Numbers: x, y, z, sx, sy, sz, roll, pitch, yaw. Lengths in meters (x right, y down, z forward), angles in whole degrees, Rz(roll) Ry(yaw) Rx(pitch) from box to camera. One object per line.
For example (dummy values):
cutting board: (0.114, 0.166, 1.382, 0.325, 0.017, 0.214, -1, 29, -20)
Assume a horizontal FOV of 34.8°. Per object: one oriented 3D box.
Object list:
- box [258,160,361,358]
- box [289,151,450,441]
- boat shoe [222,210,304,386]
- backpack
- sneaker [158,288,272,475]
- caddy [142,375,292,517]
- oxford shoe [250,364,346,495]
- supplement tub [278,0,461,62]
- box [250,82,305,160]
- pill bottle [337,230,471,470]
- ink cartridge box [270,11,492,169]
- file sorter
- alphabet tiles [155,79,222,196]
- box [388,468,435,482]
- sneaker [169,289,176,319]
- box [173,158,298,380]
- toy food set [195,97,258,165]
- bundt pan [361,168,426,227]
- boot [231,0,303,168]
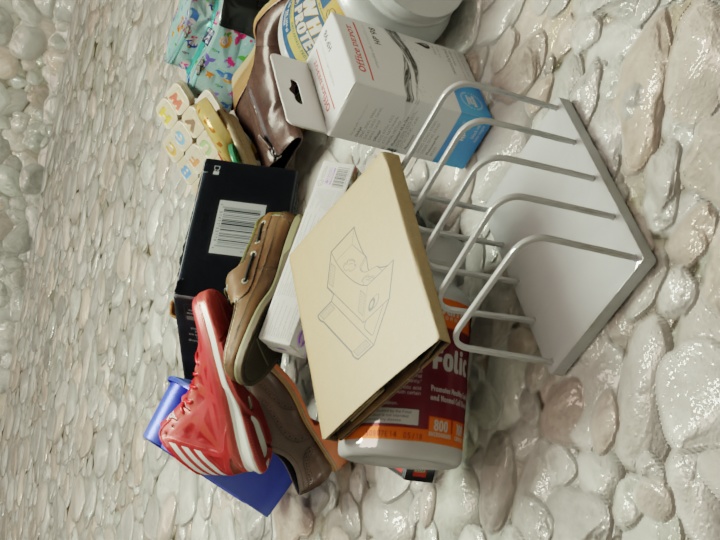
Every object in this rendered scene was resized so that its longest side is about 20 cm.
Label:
box: (-0.046, -0.014, 1.157, 0.041, 0.039, 0.202, 9, 70, 27)
box: (0.002, 0.021, 0.999, 0.164, 0.021, 0.202, -46, 43, 37)
boat shoe: (-0.104, 0.028, 1.183, 0.072, 0.067, 0.202, 71, -146, -50)
backpack: (-0.205, -0.341, 1.687, 0.201, 0.149, 0.179, 115, 165, -44)
sneaker: (-0.172, 0.127, 1.202, 0.078, 0.114, 0.203, -39, -65, -75)
caddy: (-0.153, 0.196, 1.339, 0.106, 0.199, 0.141, -58, 27, -14)
oxford shoe: (-0.098, 0.155, 1.254, 0.073, 0.201, 0.071, -40, 6, -17)
supplement tub: (0.011, -0.282, 1.238, 0.200, 0.143, 0.147, -32, 54, 56)
box: (-0.092, -0.242, 1.546, 0.200, 0.041, 0.121, -35, 51, 52)
pill bottle: (0.043, 0.073, 1.041, 0.114, 0.113, 0.203, -20, 61, 59)
ink cartridge box: (0.020, -0.180, 1.125, 0.067, 0.198, 0.117, -56, 35, 36)
file sorter: (0.124, -0.040, 0.958, 0.139, 0.123, 0.201, -58, 34, 37)
alphabet tiles: (-0.229, -0.175, 1.684, 0.201, 0.015, 0.195, 57, 146, -1)
box: (0.026, 0.135, 1.188, 0.199, 0.034, 0.112, 18, 96, 63)
sneaker: (-0.218, 0.046, 1.645, 0.199, 0.084, 0.074, -29, 54, 55)
box: (-0.141, 0.011, 1.354, 0.201, 0.116, 0.199, 96, -179, -55)
toy food set: (-0.163, -0.120, 1.536, 0.201, 0.048, 0.200, 89, 158, -63)
bundt pan: (0.000, 0.000, 1.205, 0.202, 0.075, 0.204, -44, 31, 35)
boot: (-0.095, -0.235, 1.460, 0.200, 0.072, 0.168, -50, 52, 43)
